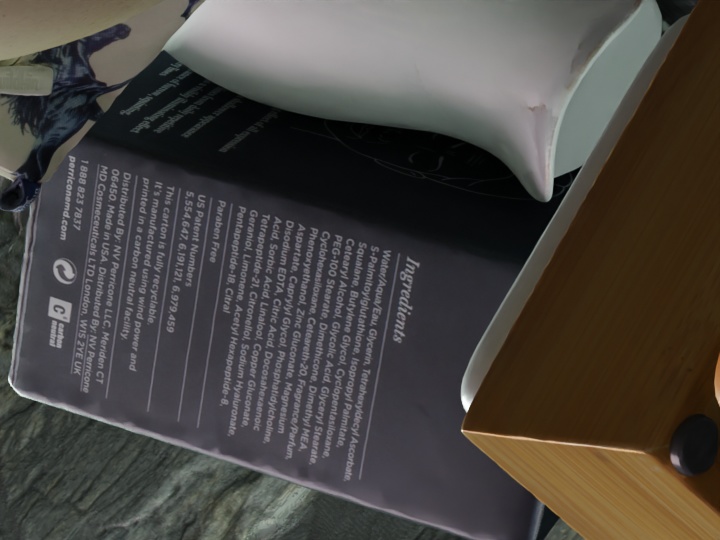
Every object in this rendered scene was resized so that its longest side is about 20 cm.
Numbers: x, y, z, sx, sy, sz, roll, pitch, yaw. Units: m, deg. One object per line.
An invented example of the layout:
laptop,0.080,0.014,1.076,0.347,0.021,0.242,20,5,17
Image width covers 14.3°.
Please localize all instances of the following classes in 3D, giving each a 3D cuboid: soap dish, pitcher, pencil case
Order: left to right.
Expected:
pencil case,-0.065,-0.113,0.875,0.078,0.200,0.089,41,-170,-21
pitcher,0.014,-0.102,1.012,0.200,0.121,0.172,29,-173,16
soap dish,0.136,0.033,0.840,0.200,0.158,0.081,41,164,-36

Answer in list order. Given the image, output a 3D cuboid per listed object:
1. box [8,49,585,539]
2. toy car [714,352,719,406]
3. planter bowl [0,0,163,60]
box,0.000,0.000,1.027,0.200,0.107,0.148,16,-156,16
toy car,0.156,0.060,0.579,0.200,0.150,0.175,41,180,-13
planter bowl,-0.082,-0.142,0.733,0.134,0.201,0.200,8,-161,-32
